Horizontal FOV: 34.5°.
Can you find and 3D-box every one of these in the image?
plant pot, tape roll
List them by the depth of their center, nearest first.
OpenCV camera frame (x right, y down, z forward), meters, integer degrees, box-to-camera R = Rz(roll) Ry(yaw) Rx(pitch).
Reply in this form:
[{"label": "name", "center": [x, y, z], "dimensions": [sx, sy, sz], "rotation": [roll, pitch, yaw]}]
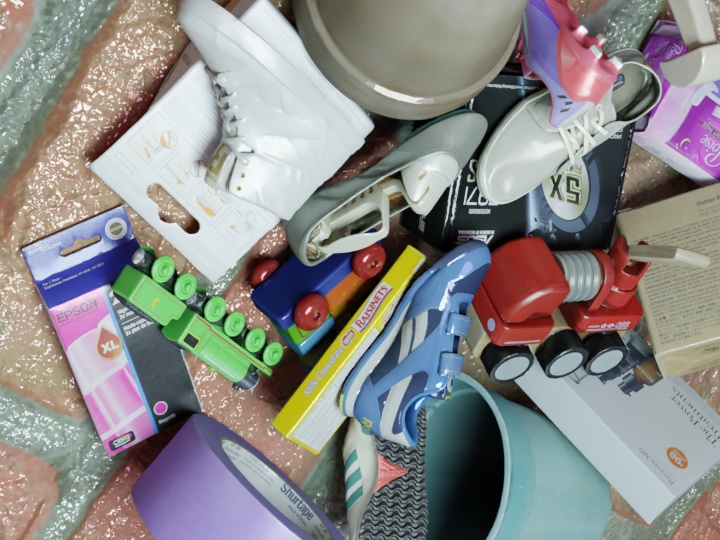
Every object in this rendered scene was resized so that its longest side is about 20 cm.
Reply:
[{"label": "plant pot", "center": [0.060, -0.240, 0.902], "dimensions": [0.197, 0.173, 0.204], "rotation": [3, 80, -17]}, {"label": "tape roll", "center": [-0.100, 0.224, 1.020], "dimensions": [0.085, 0.200, 0.200], "rotation": [-47, 123, -2]}, {"label": "plant pot", "center": [0.138, 0.213, 1.158], "dimensions": [0.194, 0.200, 0.203], "rotation": [15, 102, -39]}]

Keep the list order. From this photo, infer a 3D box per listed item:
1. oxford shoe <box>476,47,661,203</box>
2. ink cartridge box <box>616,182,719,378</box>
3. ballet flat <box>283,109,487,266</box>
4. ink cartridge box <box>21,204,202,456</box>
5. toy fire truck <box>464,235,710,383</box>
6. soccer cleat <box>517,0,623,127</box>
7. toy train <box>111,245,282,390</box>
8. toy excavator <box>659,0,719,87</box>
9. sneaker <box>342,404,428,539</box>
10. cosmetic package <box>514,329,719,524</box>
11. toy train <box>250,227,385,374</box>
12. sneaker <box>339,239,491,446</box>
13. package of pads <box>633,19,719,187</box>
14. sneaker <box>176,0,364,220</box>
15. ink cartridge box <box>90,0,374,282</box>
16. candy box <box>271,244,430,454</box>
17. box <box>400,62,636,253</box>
[{"label": "oxford shoe", "center": [0.185, -0.128, 1.019], "dimensions": [0.199, 0.058, 0.076], "rotation": [-36, 123, -10]}, {"label": "ink cartridge box", "center": [0.373, -0.002, 1.157], "dimensions": [0.197, 0.167, 0.075], "rotation": [-17, 150, 16]}, {"label": "ballet flat", "center": [0.028, -0.063, 0.987], "dimensions": [0.198, 0.064, 0.067], "rotation": [-28, 146, 9]}, {"label": "ink cartridge box", "center": [-0.210, 0.054, 0.997], "dimensions": [0.094, 0.037, 0.203], "rotation": [-25, 117, -18]}, {"label": "toy fire truck", "center": [0.203, 0.013, 1.052], "dimensions": [0.174, 0.130, 0.201], "rotation": [-1, 138, -28]}, {"label": "soccer cleat", "center": [0.155, -0.211, 1.006], "dimensions": [0.066, 0.202, 0.077], "rotation": [17, 126, -41]}, {"label": "toy train", "center": [-0.137, 0.047, 1.003], "dimensions": [0.057, 0.041, 0.200], "rotation": [-57, 137, -11]}, {"label": "toy excavator", "center": [0.244, -0.272, 1.012], "dimensions": [0.099, 0.200, 0.197], "rotation": [-13, 115, -22]}, {"label": "sneaker", "center": [0.018, 0.204, 1.112], "dimensions": [0.069, 0.093, 0.203], "rotation": [6, 82, -19]}, {"label": "cosmetic package", "center": [0.264, 0.135, 1.158], "dimensions": [0.150, 0.200, 0.052], "rotation": [-23, 152, -43]}, {"label": "toy train", "center": [0.000, 0.000, 1.069], "dimensions": [0.200, 0.084, 0.116], "rotation": [-42, 139, -16]}, {"label": "sneaker", "center": [0.065, 0.066, 1.032], "dimensions": [0.201, 0.082, 0.074], "rotation": [-57, 156, 8]}, {"label": "package of pads", "center": [0.355, -0.156, 1.190], "dimensions": [0.198, 0.076, 0.122], "rotation": [25, 95, -33]}, {"label": "sneaker", "center": [-0.095, -0.120, 0.918], "dimensions": [0.116, 0.074, 0.200], "rotation": [-48, 125, 1]}, {"label": "ink cartridge box", "center": [-0.108, -0.113, 0.988], "dimensions": [0.200, 0.050, 0.162], "rotation": [-42, 123, 4]}, {"label": "candy box", "center": [0.001, 0.076, 1.061], "dimensions": [0.201, 0.026, 0.102], "rotation": [-52, 156, -6]}, {"label": "box", "center": [0.150, -0.108, 1.093], "dimensions": [0.197, 0.086, 0.166], "rotation": [-1, 110, -28]}]
